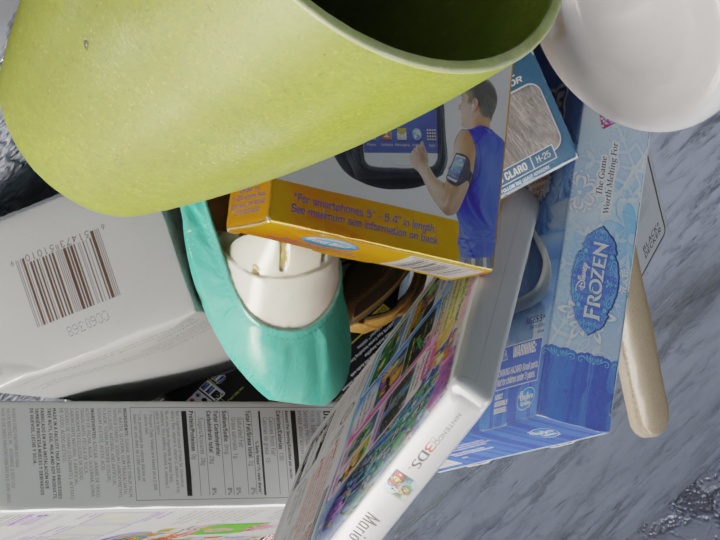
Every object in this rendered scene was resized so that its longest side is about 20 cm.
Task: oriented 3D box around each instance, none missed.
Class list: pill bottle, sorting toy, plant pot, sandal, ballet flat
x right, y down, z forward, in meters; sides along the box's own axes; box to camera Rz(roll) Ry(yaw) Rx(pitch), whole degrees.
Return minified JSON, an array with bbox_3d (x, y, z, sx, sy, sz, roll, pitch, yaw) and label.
[{"bbox_3d":[0.179,-0.154,1.332,0.200,0.120,0.120,-34,162,-41],"label":"pill bottle"},{"bbox_3d":[0.126,-0.037,1.539,0.036,0.200,0.185,-11,131,6],"label":"sorting toy"},{"bbox_3d":[-0.053,-0.107,1.130,0.187,0.187,0.200,-28,171,-48],"label":"plant pot"},{"bbox_3d":[0.000,0.000,1.417,0.080,0.054,0.200,-15,-166,12],"label":"sandal"},{"bbox_3d":[-0.047,-0.033,1.273,0.067,0.200,0.070,-19,-179,-22],"label":"ballet flat"}]

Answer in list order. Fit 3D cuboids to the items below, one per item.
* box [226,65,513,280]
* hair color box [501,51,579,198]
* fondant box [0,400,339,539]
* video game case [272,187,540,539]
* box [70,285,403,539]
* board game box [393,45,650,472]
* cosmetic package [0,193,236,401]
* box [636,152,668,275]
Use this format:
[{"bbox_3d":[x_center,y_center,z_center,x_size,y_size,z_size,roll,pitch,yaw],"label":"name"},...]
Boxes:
[{"bbox_3d":[0.011,-0.105,1.254,0.119,0.200,0.041,12,170,-31],"label":"box"},{"bbox_3d":[0.018,-0.067,1.395,0.100,0.061,0.200,-28,-166,-12],"label":"hair color box"},{"bbox_3d":[-0.122,0.106,1.457,0.200,0.058,0.144,3,165,-29],"label":"fondant box"},{"bbox_3d":[0.015,0.069,1.307,0.182,0.024,0.200,-53,-172,27],"label":"video game case"},{"bbox_3d":[-0.040,0.061,1.571,0.200,0.160,0.049,-44,-161,26],"label":"box"},{"bbox_3d":[0.076,-0.009,1.426,0.200,0.043,0.199,157,-55,-66],"label":"board game box"},{"bbox_3d":[-0.106,0.010,1.387,0.113,0.081,0.200,-21,171,11],"label":"cosmetic package"},{"bbox_3d":[0.117,-0.060,1.675,0.117,0.060,0.200,-59,146,-34],"label":"box"}]
